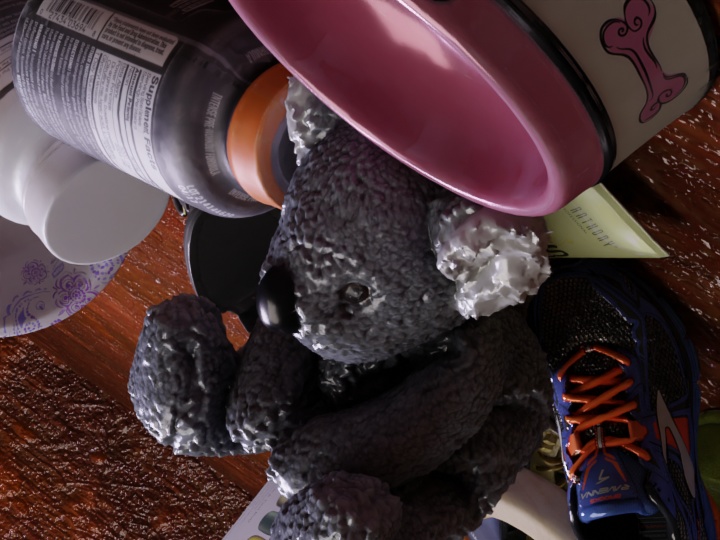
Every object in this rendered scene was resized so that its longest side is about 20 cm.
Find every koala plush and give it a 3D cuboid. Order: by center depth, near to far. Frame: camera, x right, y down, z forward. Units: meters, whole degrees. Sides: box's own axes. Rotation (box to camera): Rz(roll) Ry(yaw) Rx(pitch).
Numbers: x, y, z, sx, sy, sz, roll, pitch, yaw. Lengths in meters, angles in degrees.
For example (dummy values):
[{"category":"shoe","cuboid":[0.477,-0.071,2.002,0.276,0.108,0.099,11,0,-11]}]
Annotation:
[{"category":"koala plush","cuboid":[0.009,0.008,0.875,0.177,0.183,0.201,44,144,37]}]

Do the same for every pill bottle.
[{"category":"pill bottle","cuboid":[-0.083,-0.090,1.001,0.200,0.106,0.106,26,163,44]},{"category":"pill bottle","cuboid":[-0.194,-0.097,1.169,0.200,0.111,0.111,51,177,35]}]

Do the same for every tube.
[{"category":"tube","cuboid":[0.065,-0.031,0.932,0.058,0.052,0.200,0,180,-26]}]

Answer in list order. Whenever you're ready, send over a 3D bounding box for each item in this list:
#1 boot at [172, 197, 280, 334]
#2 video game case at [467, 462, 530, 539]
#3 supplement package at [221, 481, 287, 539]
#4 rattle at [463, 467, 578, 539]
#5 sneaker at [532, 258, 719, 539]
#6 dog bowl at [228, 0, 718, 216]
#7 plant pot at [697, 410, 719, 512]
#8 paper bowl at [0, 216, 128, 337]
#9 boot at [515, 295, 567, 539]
[{"category":"boot","cuboid":[-0.101,-0.051,1.218,0.174,0.069,0.200,55,177,24]},{"category":"video game case","cuboid":[0.054,0.064,1.095,0.200,0.019,0.143,87,157,-46]},{"category":"supplement package","cuboid":[-0.077,0.392,2.679,0.151,0.152,0.200,43,167,-20]},{"category":"rattle","cuboid":[0.035,0.148,1.011,0.130,0.143,0.200,10,142,56]},{"category":"sneaker","cuboid":[0.129,0.088,0.955,0.078,0.075,0.201,-32,-76,-63]},{"category":"dog bowl","cuboid":[0.028,-0.099,0.721,0.200,0.074,0.200,37,168,9]},{"category":"plant pot","cuboid":[0.209,0.212,1.060,0.200,0.193,0.200,36,168,9]},{"category":"paper bowl","cuboid":[-0.263,-0.062,1.411,0.201,0.201,0.104,46,-175,-33]},{"category":"boot","cuboid":[0.117,0.108,1.097,0.155,0.073,0.201,132,121,-75]}]
